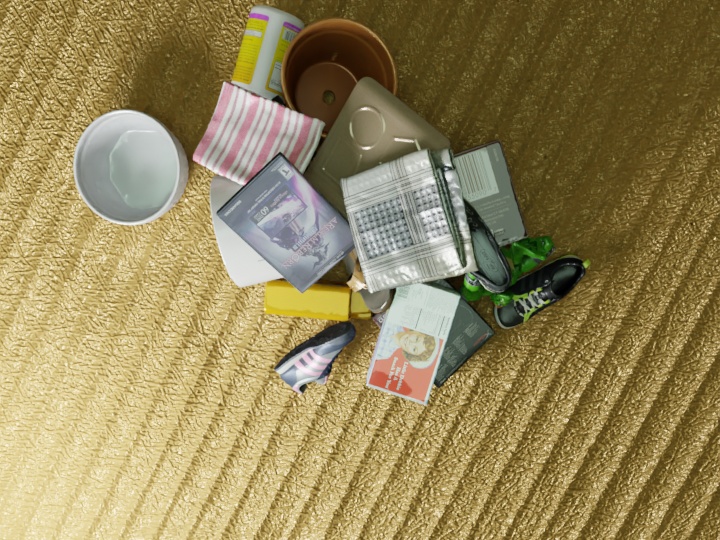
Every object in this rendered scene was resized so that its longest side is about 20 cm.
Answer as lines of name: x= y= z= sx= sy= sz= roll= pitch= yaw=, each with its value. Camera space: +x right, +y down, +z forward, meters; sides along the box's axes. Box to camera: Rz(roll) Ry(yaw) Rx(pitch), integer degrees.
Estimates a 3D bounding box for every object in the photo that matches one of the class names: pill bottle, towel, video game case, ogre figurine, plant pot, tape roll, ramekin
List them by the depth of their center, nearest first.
towel: x=0.072 y=-0.074 z=1.078 sx=0.197 sy=0.034 sz=0.196 roll=-14 pitch=92 yaw=27
video game case: x=-0.110 y=-0.071 z=1.125 sx=0.142 sy=0.019 sz=0.200 roll=-39 pitch=116 yaw=13
towel: x=-0.168 y=-0.208 z=1.143 sx=0.198 sy=0.030 sz=0.148 roll=26 pitch=94 yaw=19
plant pot: x=-0.047 y=-0.317 z=1.229 sx=0.196 sy=0.140 sz=0.205 roll=0 pitch=90 yaw=-12
tape roll: x=-0.168 y=-0.084 z=1.241 sx=0.136 sy=0.203 sz=0.207 roll=-12 pitch=94 yaw=4
ogre figurine: x=0.248 y=0.000 z=1.244 sx=0.098 sy=0.120 sz=0.200 roll=42 pitch=51 yaw=8
pill bottle: x=-0.173 y=-0.359 z=1.265 sx=0.102 sy=0.104 sz=0.204 roll=18 pitch=96 yaw=1
ramekin: x=-0.410 y=-0.186 z=1.293 sx=0.196 sy=0.105 sz=0.205 roll=0 pitch=95 yaw=4

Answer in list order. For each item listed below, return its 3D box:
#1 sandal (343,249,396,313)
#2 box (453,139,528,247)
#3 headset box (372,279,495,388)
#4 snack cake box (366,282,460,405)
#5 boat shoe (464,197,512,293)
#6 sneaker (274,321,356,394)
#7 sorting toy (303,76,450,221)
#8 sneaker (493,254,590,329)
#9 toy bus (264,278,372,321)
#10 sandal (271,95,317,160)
sandal: x=0.000 y=0.000 z=1.253 sx=0.054 sy=0.201 sz=0.082 roll=4 pitch=131 yaw=-35
box: x=0.177 y=-0.115 z=1.219 sx=0.163 sy=0.200 sz=0.167 roll=-18 pitch=94 yaw=5
headset box: x=0.127 y=0.089 z=1.302 sx=0.149 sy=0.077 sz=0.200 roll=-45 pitch=91 yaw=6
snack cake box: x=0.091 y=0.118 z=1.235 sx=0.113 sy=0.067 sz=0.204 roll=17 pitch=97 yaw=-1
boat shoe: x=0.168 y=-0.048 z=1.092 sx=0.074 sy=0.066 sz=0.201 roll=-32 pitch=92 yaw=7
sneaker: x=-0.069 y=0.163 z=1.305 sx=0.199 sy=0.070 sz=0.082 roll=-31 pitch=103 yaw=34
sorting toy: x=0.024 y=-0.175 z=1.128 sx=0.185 sy=0.036 sz=0.201 roll=41 pitch=111 yaw=14
sneaker: x=0.327 y=0.034 z=1.283 sx=0.199 sy=0.083 sz=0.072 roll=-38 pitch=92 yaw=6
toy bus: x=-0.075 y=0.053 z=1.309 sx=0.196 sy=0.078 sz=0.067 roll=5 pitch=96 yaw=3
sandal: x=-0.111 y=-0.219 z=1.265 sx=0.048 sy=0.076 sz=0.202 roll=-33 pitch=119 yaw=2
